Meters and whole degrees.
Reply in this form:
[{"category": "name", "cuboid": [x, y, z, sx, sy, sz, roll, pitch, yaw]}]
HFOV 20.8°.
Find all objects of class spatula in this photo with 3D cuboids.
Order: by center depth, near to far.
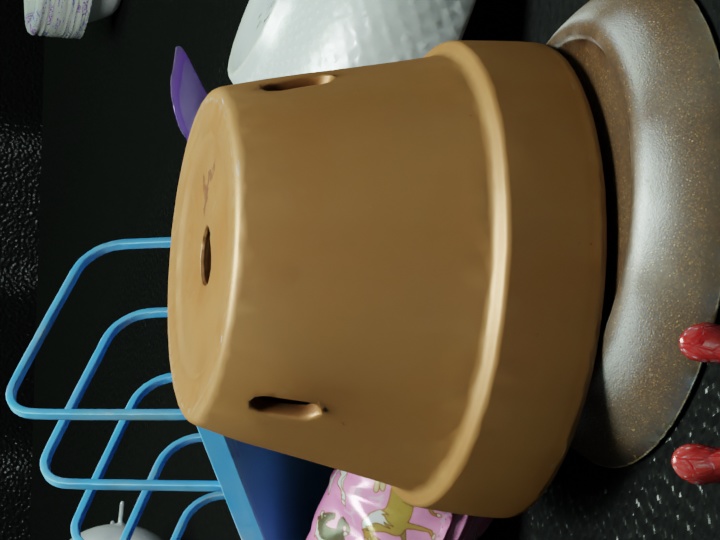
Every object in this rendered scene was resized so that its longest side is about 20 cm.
[{"category": "spatula", "cuboid": [-0.046, -0.039, 1.081, 0.020, 0.200, 0.057, -28, 34, 25]}]

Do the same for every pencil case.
[{"category": "pencil case", "cuboid": [0.000, 0.177, 0.914, 0.083, 0.086, 0.201, 16, -88, -77]}]

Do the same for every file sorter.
[{"category": "file sorter", "cuboid": [-0.077, 0.096, 0.996, 0.139, 0.122, 0.201, -68, -31, -46]}]

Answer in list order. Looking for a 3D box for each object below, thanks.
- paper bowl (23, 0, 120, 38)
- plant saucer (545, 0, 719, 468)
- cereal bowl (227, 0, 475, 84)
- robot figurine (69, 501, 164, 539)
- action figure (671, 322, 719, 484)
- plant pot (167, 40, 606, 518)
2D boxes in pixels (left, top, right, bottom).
[{"category": "paper bowl", "cuboid": [-0.323, -0.364, 2.239, 0.201, 0.104, 0.202, -175, 90, -74]}, {"category": "plant saucer", "cuboid": [0.094, -0.022, 0.799, 0.200, 0.032, 0.202, -175, 90, -74]}, {"category": "cereal bowl", "cuboid": [-0.012, -0.124, 1.003, 0.201, 0.083, 0.200, -60, 15, 29]}, {"category": "robot figurine", "cuboid": [-0.200, 0.295, 1.607, 0.170, 0.112, 0.201, -37, 50, 56]}, {"category": "action figure", "cuboid": [0.145, 0.051, 0.570, 0.200, 0.051, 0.066, -174, 92, -72]}, {"category": "plant pot", "cuboid": [0.000, 0.000, 0.815, 0.200, 0.139, 0.202, -176, 90, -74]}]
